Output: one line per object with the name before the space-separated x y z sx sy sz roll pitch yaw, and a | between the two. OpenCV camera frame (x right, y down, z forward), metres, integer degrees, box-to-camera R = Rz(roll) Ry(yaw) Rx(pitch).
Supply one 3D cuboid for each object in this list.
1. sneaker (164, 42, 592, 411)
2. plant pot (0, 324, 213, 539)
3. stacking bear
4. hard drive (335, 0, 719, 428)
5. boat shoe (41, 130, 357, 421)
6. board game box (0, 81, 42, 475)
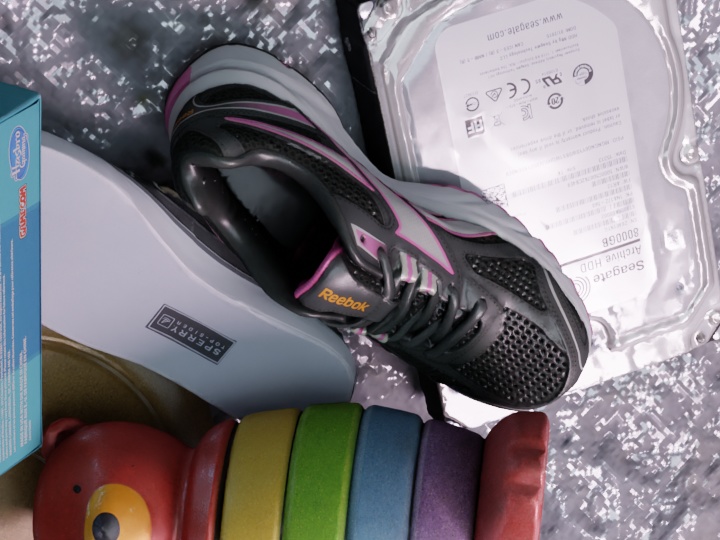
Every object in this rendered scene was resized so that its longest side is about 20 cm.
sneaker | 0.000 0.000 0.944 0.200 0.086 0.080 32 116 -10
plant pot | -0.152 0.095 0.982 0.200 0.027 0.200 -7 110 -18
stacking bear | -0.031 0.103 0.940 0.200 0.114 0.122 5 96 4
hard drive | 0.076 -0.042 1.012 0.140 0.038 0.200 -18 115 -14
boat shoe | -0.085 -0.001 0.955 0.200 0.057 0.069 36 112 -28
board game box | -0.186 0.035 0.821 0.200 0.047 0.151 -38 139 -52
